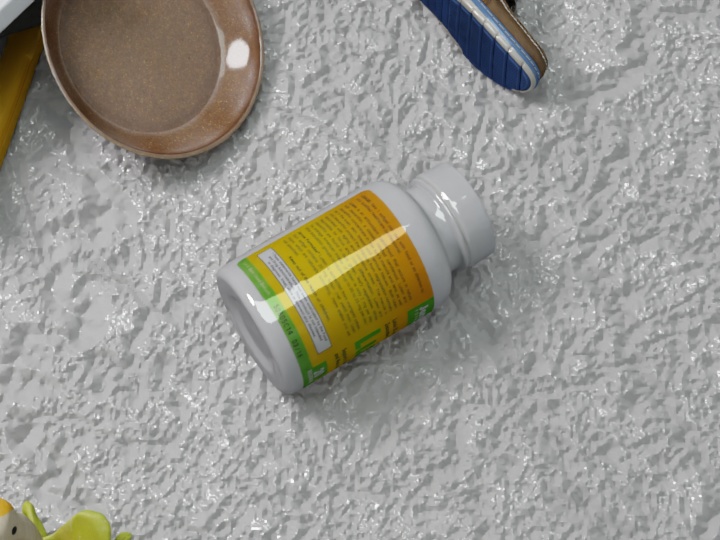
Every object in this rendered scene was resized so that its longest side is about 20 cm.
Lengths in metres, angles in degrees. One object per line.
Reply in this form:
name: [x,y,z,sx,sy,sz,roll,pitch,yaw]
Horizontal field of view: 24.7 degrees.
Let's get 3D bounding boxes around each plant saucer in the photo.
plant saucer: [-0.173,-0.187,1.337,0.200,0.037,0.201,7,78,-34]

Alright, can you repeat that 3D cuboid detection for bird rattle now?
bird rattle: [-0.248,0.246,1.134,0.112,0.163,0.201,4,56,20]

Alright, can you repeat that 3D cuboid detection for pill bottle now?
pill bottle: [0.000,0.000,1.263,0.200,0.111,0.111,-30,71,-13]

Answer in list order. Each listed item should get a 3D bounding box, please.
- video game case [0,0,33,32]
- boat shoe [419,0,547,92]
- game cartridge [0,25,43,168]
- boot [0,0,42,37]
video game case: [-0.347,-0.222,1.295,0.182,0.023,0.200,35,76,33]
boat shoe: [0.099,-0.238,1.388,0.072,0.072,0.200,-35,73,-16]
game cartridge: [-0.362,-0.176,1.368,0.176,0.032,0.201,12,68,3]
boot: [-0.317,-0.151,1.293,0.181,0.073,0.201,-9,51,8]
